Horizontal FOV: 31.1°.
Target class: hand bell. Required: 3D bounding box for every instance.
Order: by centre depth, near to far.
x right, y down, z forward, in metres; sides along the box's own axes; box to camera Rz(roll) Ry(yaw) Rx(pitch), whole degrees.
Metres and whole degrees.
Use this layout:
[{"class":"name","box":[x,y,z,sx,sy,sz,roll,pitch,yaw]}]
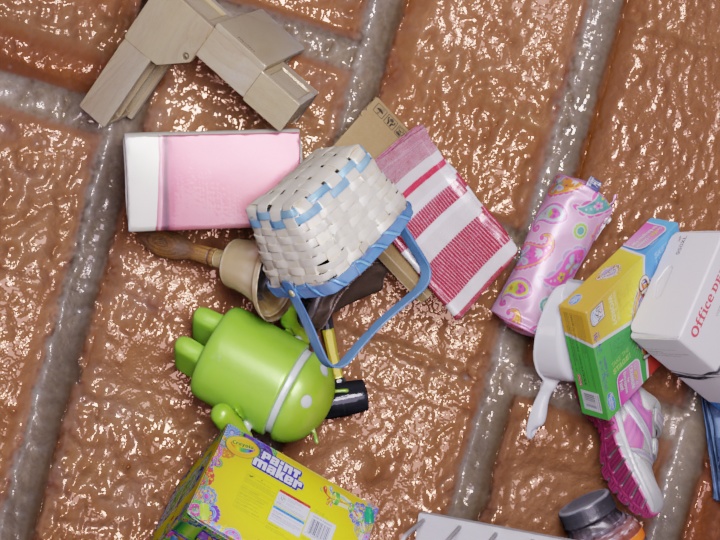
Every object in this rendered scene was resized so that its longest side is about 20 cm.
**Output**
[{"class":"hand bell","box":[-0.174,-0.018,1.478,0.197,0.104,0.106,15,92,25]}]

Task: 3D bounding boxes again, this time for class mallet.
[{"class":"mallet","box":[-0.047,0.081,1.553,0.065,0.041,0.203,-19,91,-4]}]

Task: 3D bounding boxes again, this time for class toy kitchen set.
[{"class":"toy kitchen set","box":[-0.169,-0.208,1.484,0.199,0.163,0.181,41,112,-1]}]

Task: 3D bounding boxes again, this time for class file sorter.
[{"class":"file sorter","box":[0.144,0.381,1.516,0.197,0.124,0.141,8,93,16]}]

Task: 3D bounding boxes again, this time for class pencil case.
[{"class":"pencil case","box":[0.233,-0.017,1.559,0.087,0.087,0.202,27,88,-9]}]

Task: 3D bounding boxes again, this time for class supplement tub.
[{"class":"supplement tub","box":[0.315,0.373,1.578,0.106,0.107,0.202,-26,88,-6]}]

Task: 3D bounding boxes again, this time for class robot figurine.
[{"class":"robot figurine","box":[-0.116,0.121,1.490,0.198,0.116,0.177,28,62,6]}]

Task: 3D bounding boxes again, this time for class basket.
[{"class":"basket","box":[-0.017,-0.022,1.381,0.176,0.138,0.202,-41,112,-32]}]

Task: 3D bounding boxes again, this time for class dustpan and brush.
[{"class":"dustpan and brush","box":[0.239,0.108,1.535,0.138,0.057,0.203,7,96,-47]}]

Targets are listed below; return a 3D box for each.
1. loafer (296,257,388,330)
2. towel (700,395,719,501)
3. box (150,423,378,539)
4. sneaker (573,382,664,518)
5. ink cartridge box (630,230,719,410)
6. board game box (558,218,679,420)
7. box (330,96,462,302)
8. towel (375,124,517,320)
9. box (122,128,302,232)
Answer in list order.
[{"class":"loafer","box":[0.000,0.000,1.497,0.071,0.073,0.201,41,60,-6]},{"class":"towel","box":[0.486,0.192,1.626,0.110,0.049,0.203,-11,94,-11]},{"class":"box","box":[-0.118,0.304,1.459,0.198,0.193,0.123,31,51,-9]},{"class":"sneaker","box":[0.334,0.197,1.569,0.087,0.081,0.203,-13,74,-14]},{"class":"ink cartridge box","box":[0.429,0.067,1.516,0.199,0.084,0.146,35,72,-26]},{"class":"board game box","box":[0.318,0.055,1.527,0.199,0.040,0.155,-39,125,-33]},{"class":"box","box":[0.044,-0.085,1.515,0.200,0.021,0.164,46,51,-9]},{"class":"towel","box":[0.089,-0.059,1.506,0.201,0.023,0.144,51,51,-4]},{"class":"box","box":[-0.168,-0.104,1.474,0.196,0.128,0.111,-3,95,-8]}]
